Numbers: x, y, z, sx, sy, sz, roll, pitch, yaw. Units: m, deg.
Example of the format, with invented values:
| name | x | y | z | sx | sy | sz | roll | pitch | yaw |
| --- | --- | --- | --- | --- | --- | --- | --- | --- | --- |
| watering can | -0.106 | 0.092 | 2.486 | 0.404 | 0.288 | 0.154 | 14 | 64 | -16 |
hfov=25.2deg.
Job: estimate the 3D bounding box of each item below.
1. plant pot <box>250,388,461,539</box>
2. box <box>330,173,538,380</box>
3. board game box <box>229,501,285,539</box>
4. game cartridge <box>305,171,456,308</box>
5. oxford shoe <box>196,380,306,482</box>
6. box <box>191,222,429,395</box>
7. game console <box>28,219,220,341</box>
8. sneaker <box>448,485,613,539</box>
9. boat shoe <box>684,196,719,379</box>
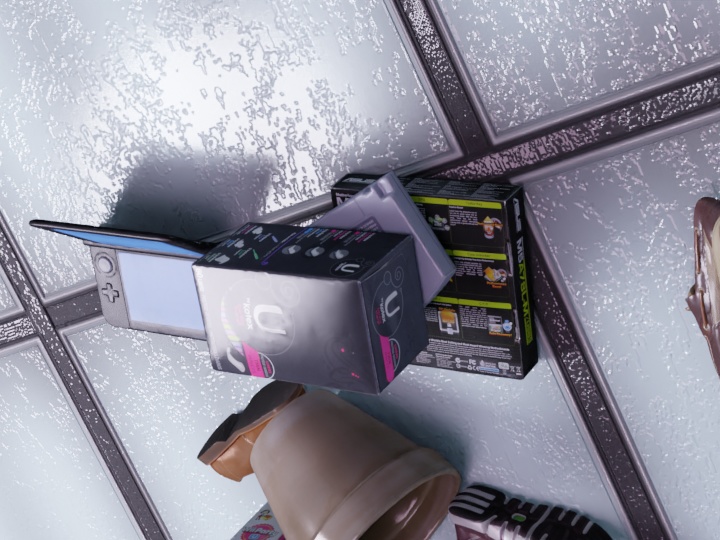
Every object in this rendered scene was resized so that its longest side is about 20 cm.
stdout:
| name | x | y | z | sx | sy | sz | roll | pitch | yaw |
| --- | --- | --- | --- | --- | --- | --- | --- | --- | --- |
| plant pot | -0.021 | 0.228 | 1.709 | 0.173 | 0.199 | 0.201 | 44 | 131 | 25 |
| box | 0.074 | 0.005 | 1.608 | 0.198 | 0.047 | 0.196 | 5 | 115 | 30 |
| board game box | -0.101 | 0.363 | 1.804 | 0.064 | 0.200 | 0.149 | -2 | 114 | 31 |
| game cartridge | 0.000 | 0.000 | 1.602 | 0.199 | 0.041 | 0.134 | -30 | 92 | 41 |
| oxford shoe | -0.106 | 0.179 | 1.802 | 0.071 | 0.072 | 0.200 | 40 | 139 | -8 |
| box | -0.048 | 0.033 | 1.561 | 0.198 | 0.106 | 0.124 | 5 | 118 | 32 |
| game console | -0.241 | 0.013 | 1.758 | 0.198 | 0.116 | 0.178 | 8 | 118 | 29 |
| sneaker | 0.184 | 0.307 | 1.691 | 0.198 | 0.075 | 0.117 | 20 | 129 | 34 |
| boat shoe | 0.331 | 0.025 | 1.456 | 0.072 | 0.072 | 0.202 | 33 | 146 | 51 |
